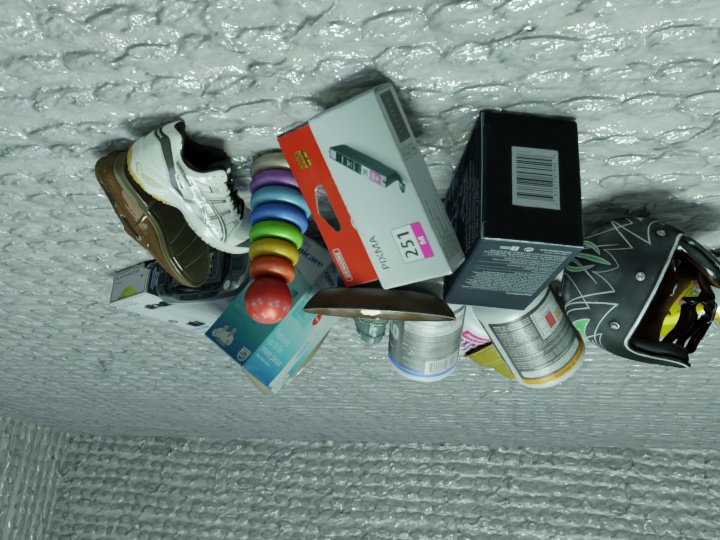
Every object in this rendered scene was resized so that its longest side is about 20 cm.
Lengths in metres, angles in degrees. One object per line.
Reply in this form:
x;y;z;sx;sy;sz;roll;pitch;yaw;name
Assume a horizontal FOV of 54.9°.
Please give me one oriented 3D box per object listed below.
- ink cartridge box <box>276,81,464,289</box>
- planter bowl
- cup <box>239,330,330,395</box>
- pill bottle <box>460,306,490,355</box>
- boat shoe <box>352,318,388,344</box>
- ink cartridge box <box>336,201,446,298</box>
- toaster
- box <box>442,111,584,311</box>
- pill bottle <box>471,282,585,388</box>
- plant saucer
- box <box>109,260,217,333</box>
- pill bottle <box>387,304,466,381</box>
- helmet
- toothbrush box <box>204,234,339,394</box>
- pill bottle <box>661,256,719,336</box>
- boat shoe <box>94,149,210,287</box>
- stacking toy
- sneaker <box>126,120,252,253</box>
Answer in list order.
-0.002;-0.075;0.745;0.173;0.201;0.044;-15;-165;39;ink cartridge box
0.282;0.128;1.178;0.200;0.084;0.200;-32;175;-3;planter bowl
-0.157;0.090;1.191;0.143;0.201;0.200;41;145;-16;cup
0.185;0.067;1.139;0.113;0.114;0.200;11;157;-18;pill bottle
0.003;0.068;1.138;0.072;0.062;0.200;3;-170;-12;boat shoe
0.071;-0.029;0.916;0.199;0.117;0.068;4;159;1;ink cartridge box
-0.217;0.010;1.066;0.199;0.114;0.129;-8;158;24;toaster
0.164;-0.058;0.786;0.106;0.149;0.200;5;158;-2;box
0.225;0.059;0.966;0.116;0.117;0.200;-13;124;36;pill bottle
0.025;0.045;0.898;0.199;0.032;0.200;4;173;1;plant saucer
-0.335;0.053;1.258;0.116;0.060;0.200;-14;152;36;box
0.101;0.059;1.039;0.113;0.114;0.201;3;126;1;pill bottle
0.358;0.023;0.903;0.190;0.201;0.200;26;153;-14;helmet
-0.109;0.063;1.015;0.085;0.200;0.147;33;166;24;toothbrush box
0.497;0.039;1.032;0.199;0.105;0.104;-15;152;37;pill bottle
-0.261;-0.064;0.881;0.068;0.072;0.201;-3;124;31;boat shoe
-0.098;-0.033;0.818;0.085;0.201;0.085;3;159;1;stacking toy
-0.174;-0.094;0.819;0.087;0.076;0.200;-32;134;21;sneaker
